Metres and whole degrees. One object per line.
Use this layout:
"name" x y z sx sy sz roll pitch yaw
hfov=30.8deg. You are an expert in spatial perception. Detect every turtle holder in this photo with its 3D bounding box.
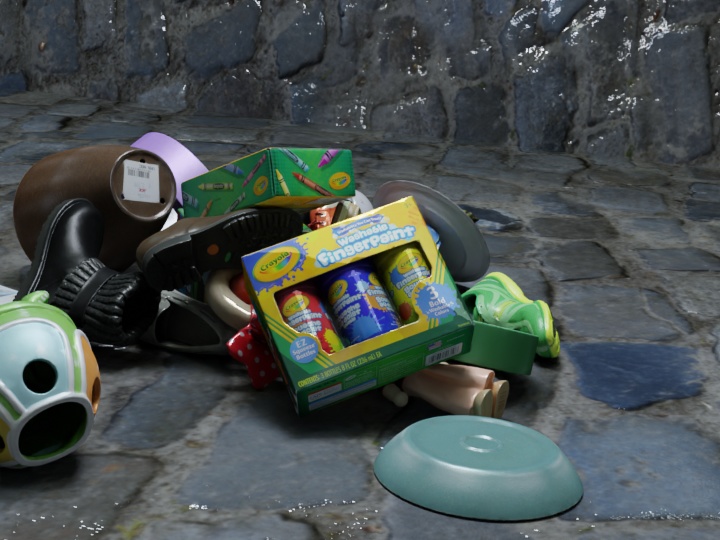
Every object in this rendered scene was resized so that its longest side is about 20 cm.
"turtle holder" -0.316 0.107 1.154 0.185 0.142 0.132 4 28 -45

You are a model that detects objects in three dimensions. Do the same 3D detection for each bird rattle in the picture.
"bird rattle" -0.107 0.050 1.494 0.162 0.113 0.200 31 35 17

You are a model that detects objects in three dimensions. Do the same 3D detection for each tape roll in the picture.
"tape roll" 0.103 0.075 1.499 0.199 0.049 0.200 13 -1 0
"tape roll" -0.265 -0.093 1.842 0.199 0.201 0.066 19 50 44

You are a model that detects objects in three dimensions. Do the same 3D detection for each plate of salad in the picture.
"plate of salad" 0.107 -0.061 1.908 0.199 0.201 0.048 15 53 36

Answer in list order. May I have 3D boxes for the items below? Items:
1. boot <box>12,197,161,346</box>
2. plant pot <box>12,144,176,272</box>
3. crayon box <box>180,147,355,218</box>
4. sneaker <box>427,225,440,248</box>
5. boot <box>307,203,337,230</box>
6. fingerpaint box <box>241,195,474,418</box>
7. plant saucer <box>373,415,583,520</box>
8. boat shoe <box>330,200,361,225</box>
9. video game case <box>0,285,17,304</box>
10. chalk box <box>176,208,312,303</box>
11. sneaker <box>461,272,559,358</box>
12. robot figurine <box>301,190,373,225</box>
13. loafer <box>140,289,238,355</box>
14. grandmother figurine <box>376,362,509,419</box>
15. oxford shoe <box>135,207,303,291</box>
"boot" -0.301 0.002 1.518 0.156 0.080 0.212 -4 52 23
"plant pot" -0.325 -0.088 1.692 0.186 0.189 0.199 -6 -8 -37
"crayon box" -0.112 -0.096 1.550 0.118 0.059 0.199 -3 -6 -39
"sneaker" 0.075 -0.015 1.822 0.075 0.106 0.200 31 2 -25
"boot" -0.048 -0.031 1.808 0.107 0.075 0.200 46 38 1
"fingerpaint box" -0.004 0.035 1.366 0.198 0.074 0.168 -19 63 -10
"plant saucer" 0.112 0.177 1.229 0.198 0.036 0.200 4 14 -1
"boat shoe" 0.000 0.000 1.590 0.075 0.201 0.072 13 48 12
"video game case" -0.534 0.034 1.611 0.199 0.023 0.182 14 16 34
"chalk box" -0.177 -0.009 1.697 0.198 0.126 0.124 1 14 -19
"sneaker" 0.190 0.068 1.664 0.083 0.075 0.200 -25 25 -13
"robot figurine" -0.074 -0.063 1.964 0.198 0.126 0.150 0 18 -17
"loafer" -0.230 0.055 1.533 0.198 0.071 0.070 11 6 20
"grandmother figurine" 0.060 0.115 1.419 0.199 0.061 0.121 15 8 27
"oxford shoe" -0.162 -0.040 1.491 0.198 0.073 0.084 -13 28 -23
